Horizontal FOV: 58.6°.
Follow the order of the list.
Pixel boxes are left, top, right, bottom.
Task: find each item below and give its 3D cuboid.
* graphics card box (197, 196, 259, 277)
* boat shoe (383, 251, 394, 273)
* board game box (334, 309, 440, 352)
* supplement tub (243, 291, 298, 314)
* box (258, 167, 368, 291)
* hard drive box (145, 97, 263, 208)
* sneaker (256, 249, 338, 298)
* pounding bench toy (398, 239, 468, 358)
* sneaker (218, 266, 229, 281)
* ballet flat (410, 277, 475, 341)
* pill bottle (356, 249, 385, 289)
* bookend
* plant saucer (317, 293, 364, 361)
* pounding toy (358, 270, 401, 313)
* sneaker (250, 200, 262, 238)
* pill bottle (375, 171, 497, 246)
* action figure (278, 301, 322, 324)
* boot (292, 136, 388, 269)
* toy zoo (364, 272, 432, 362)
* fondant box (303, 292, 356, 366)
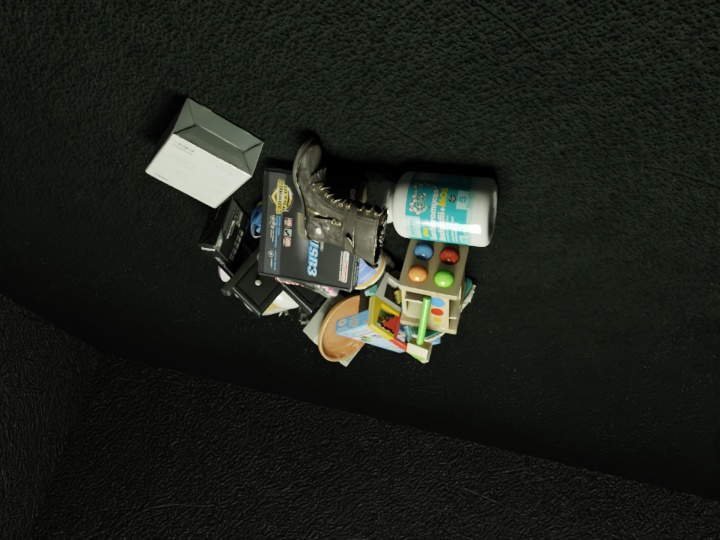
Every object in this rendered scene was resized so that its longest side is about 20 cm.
[{"bbox_3d":[-0.286,-0.064,1.451,0.050,0.128,0.201,9,158,18],"label":"graphics card box"},{"bbox_3d":[0.000,0.000,1.482,0.056,0.068,0.198,33,149,-28],"label":"boat shoe"},{"bbox_3d":[0.063,0.141,1.469,0.197,0.038,0.150,21,154,-32],"label":"board game box"},{"bbox_3d":[-0.201,0.026,1.578,0.143,0.148,0.198,27,155,-27],"label":"supplement tub"},{"bbox_3d":[-0.091,-0.079,1.198,0.193,0.206,0.050,11,-167,17],"label":"box"},{"bbox_3d":[-0.291,-0.208,1.180,0.154,0.079,0.198,27,155,-25],"label":"hard drive box"},{"bbox_3d":[-0.134,-0.001,1.350,0.199,0.080,0.095,39,121,-18],"label":"sneaker"},{"bbox_3d":[0.142,0.056,1.302,0.121,0.204,0.158,10,146,13],"label":"pounding bench toy"},{"bbox_3d":[-0.323,0.006,1.745,0.097,0.077,0.201,-9,153,9],"label":"sneaker"},{"bbox_3d":[0.187,0.097,1.409,0.071,0.199,0.072,37,153,23],"label":"ballet flat"},{"bbox_3d":[-0.037,-0.053,1.318,0.110,0.115,0.200,0,153,34],"label":"pill bottle"},{"bbox_3d":[-0.170,0.039,1.415,0.198,0.200,0.092,43,168,-1],"label":"bookend"},{"bbox_3d":[-0.039,0.148,1.720,0.037,0.201,0.200,36,174,38],"label":"plant saucer"},{"bbox_3d":[0.077,0.070,1.539,0.180,0.146,0.199,18,156,-27],"label":"pounding toy"},{"bbox_3d":[-0.172,-0.115,1.317,0.065,0.080,0.199,28,154,-24],"label":"sneaker"},{"bbox_3d":[0.126,-0.106,1.079,0.195,0.113,0.111,7,157,20],"label":"pill bottle"},{"bbox_3d":[-0.187,0.090,1.782,0.116,0.105,0.199,14,160,-27],"label":"action figure"},{"bbox_3d":[-0.027,-0.116,1.089,0.171,0.069,0.205,16,121,28],"label":"boot"},{"bbox_3d":[0.085,0.095,1.389,0.198,0.134,0.020,33,146,-25],"label":"toy zoo"},{"bbox_3d":[-0.055,0.163,1.790,0.058,0.145,0.200,35,173,39],"label":"fondant box"}]
